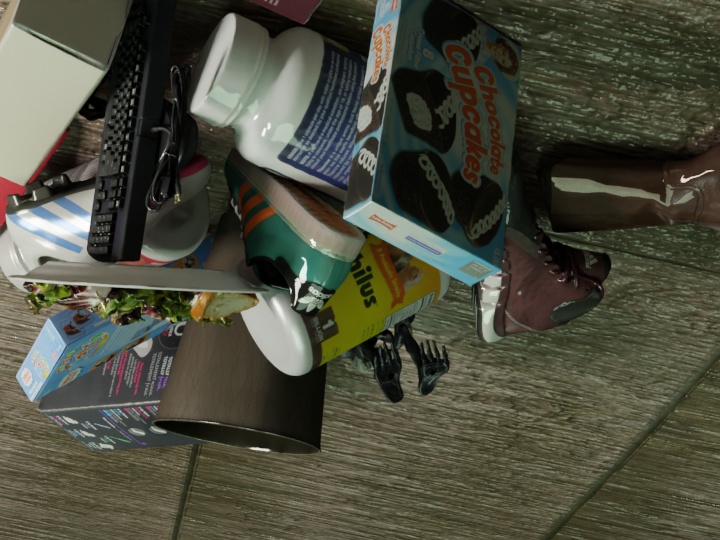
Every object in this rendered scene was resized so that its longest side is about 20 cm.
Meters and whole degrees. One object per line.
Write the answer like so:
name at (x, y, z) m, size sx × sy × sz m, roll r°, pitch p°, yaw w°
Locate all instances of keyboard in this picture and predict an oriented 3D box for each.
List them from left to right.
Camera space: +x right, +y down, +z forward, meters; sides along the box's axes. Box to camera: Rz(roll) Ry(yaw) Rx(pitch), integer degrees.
keyboard at (-0.164, -0.105, 1.065) m, size 0.021 × 0.201 × 0.127 m, roll 10°, pitch 174°, yaw -38°

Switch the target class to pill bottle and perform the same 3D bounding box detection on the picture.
pill bottle at (-0.240, -0.041, 1.304) m, size 0.199 × 0.111 × 0.111 m, roll -18°, pitch 140°, yaw 39°
pill bottle at (-0.028, -0.119, 1.108) m, size 0.199 × 0.111 × 0.111 m, roll 23°, pitch 147°, yaw -23°
pill bottle at (0.000, 0.000, 1.223) m, size 0.199 × 0.109 × 0.109 m, roll -28°, pitch 159°, yaw -22°

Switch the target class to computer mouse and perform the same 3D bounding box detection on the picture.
computer mouse at (-0.176, -0.118, 1.135) m, size 0.034 × 0.059 × 0.200 m, roll 11°, pitch -166°, yaw -35°

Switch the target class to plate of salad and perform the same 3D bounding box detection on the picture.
plate of salad at (-0.170, 0.020, 1.106) m, size 0.199 × 0.048 × 0.200 m, roll 3°, pitch -179°, yaw 0°

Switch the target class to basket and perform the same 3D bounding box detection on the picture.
basket at (-0.093, 0.056, 1.313) m, size 0.136 × 0.201 × 0.180 m, roll 23°, pitch 162°, yaw -41°

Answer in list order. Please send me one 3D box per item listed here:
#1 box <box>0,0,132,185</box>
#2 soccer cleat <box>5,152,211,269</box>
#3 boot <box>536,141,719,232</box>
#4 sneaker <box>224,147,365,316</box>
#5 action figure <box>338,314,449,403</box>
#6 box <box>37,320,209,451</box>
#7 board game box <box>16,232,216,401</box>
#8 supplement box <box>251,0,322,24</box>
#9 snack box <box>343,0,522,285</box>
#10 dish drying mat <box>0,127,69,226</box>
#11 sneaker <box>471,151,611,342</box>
box at (-0.254, -0.158, 1.125) m, size 0.077 × 0.095 × 0.200 m, roll 25°, pitch 145°, yaw -20°
soccer cleat at (-0.198, -0.044, 1.173) m, size 0.199 × 0.070 × 0.087 m, roll -10°, pitch 109°, yaw 27°
boot at (0.233, -0.082, 1.153) m, size 0.199 × 0.064 × 0.187 m, roll 6°, pitch 148°, yaw 16°
sneaker at (-0.069, -0.033, 1.133) m, size 0.071 × 0.080 × 0.200 m, roll 21°, pitch -166°, yaw -33°
action figure at (0.008, 0.054, 1.404) m, size 0.118 × 0.103 × 0.200 m, roll -7°, pitch -160°, yaw -27°
box at (-0.228, 0.117, 1.557) m, size 0.199 × 0.123 × 0.106 m, roll -7°, pitch 146°, yaw 27°
board game box at (-0.226, 0.045, 1.389) m, size 0.037 × 0.200 × 0.151 m, roll 55°, pitch 146°, yaw 7°
supplement box at (-0.099, -0.251, 0.953) m, size 0.199 × 0.061 × 0.109 m, roll 22°, pitch 149°, yaw -19°
snack box at (0.055, -0.102, 1.023) m, size 0.116 × 0.201 × 0.037 m, roll 26°, pitch 145°, yaw -28°
dish drying mat at (-0.343, -0.073, 1.288) m, size 0.077 × 0.018 × 0.200 m, roll 25°, pitch 121°, yaw -31°
sneaker at (0.152, -0.025, 1.189) m, size 0.115 × 0.076 × 0.201 m, roll -3°, pitch 136°, yaw -1°
